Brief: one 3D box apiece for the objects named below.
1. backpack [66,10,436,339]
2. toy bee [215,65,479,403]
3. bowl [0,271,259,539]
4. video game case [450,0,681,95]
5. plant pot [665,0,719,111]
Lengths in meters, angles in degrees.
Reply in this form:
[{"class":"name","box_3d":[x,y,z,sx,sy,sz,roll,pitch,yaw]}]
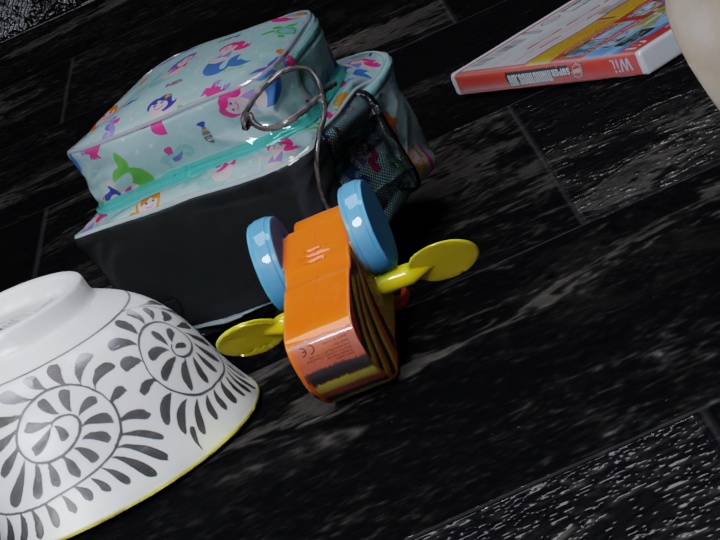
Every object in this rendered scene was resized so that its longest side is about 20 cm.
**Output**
[{"class":"backpack","box_3d":[-0.056,-0.057,1.616,0.177,0.151,0.200,-19,11,27]},{"class":"toy bee","box_3d":[0.000,0.000,1.434,0.131,0.109,0.200,-7,46,28]},{"class":"bowl","box_3d":[-0.160,0.061,1.447,0.201,0.094,0.201,-23,15,7]},{"class":"video game case","box_3d":[0.166,-0.155,1.839,0.143,0.017,0.200,-32,16,-29]},{"class":"plant pot","box_3d":[0.245,-0.133,1.346,0.173,0.200,0.200,-38,9,22]}]
